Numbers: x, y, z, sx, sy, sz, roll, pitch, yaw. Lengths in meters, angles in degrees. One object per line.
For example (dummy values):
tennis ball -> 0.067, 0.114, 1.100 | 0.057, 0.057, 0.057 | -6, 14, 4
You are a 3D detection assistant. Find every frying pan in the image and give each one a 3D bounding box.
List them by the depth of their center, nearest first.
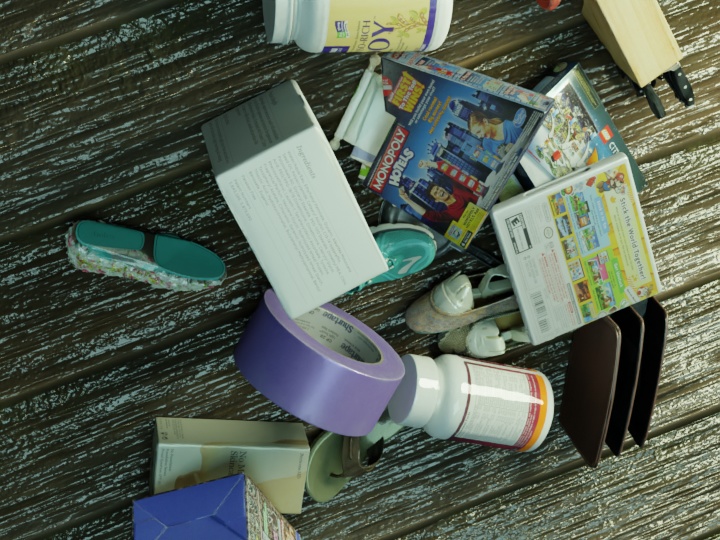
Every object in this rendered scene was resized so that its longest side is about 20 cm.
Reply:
frying pan -> 0.100, -0.035, 1.769 | 0.114, 0.031, 0.191 | -34, 112, 5

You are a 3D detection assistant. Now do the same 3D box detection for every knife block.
knife block -> 0.338, -0.264, 1.647 | 0.064, 0.200, 0.176 | -36, 85, 4

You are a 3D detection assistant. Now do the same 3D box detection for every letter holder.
letter holder -> 0.343, 0.145, 1.829 | 0.099, 0.142, 0.202 | 1, 112, -12

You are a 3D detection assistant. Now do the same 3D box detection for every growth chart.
growth chart -> 0.062, -0.151, 1.698 | 0.199, 0.018, 0.145 | 30, 102, -12

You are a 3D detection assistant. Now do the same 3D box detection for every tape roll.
tape roll -> -0.050, 0.110, 1.700 | 0.199, 0.200, 0.085 | 25, 106, -20

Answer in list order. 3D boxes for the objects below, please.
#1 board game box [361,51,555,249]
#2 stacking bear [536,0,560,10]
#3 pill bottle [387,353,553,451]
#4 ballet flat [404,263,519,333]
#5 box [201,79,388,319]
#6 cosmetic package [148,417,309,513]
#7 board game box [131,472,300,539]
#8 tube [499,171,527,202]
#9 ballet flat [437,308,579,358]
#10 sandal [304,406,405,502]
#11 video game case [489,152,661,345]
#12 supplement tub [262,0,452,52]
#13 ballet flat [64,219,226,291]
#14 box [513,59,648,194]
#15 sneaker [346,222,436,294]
board game box -> 0.093, -0.164, 1.639 | 0.199, 0.062, 0.201 | 33, 118, 6
stacking bear -> 0.275, -0.397, 1.615 | 0.198, 0.122, 0.115 | -21, 122, -13
pill bottle -> 0.142, 0.169, 1.806 | 0.198, 0.110, 0.111 | 11, 110, -22
ballet flat -> 0.150, 0.025, 1.775 | 0.198, 0.068, 0.068 | -16, 145, -9
box -> -0.079, -0.087, 1.612 | 0.130, 0.199, 0.201 | -27, 115, 1
cosmetic package -> -0.171, 0.254, 1.804 | 0.198, 0.071, 0.106 | 2, 112, -13
board game box -> -0.179, 0.358, 1.769 | 0.158, 0.098, 0.201 | -15, 143, 11
tube -> 0.220, -0.076, 1.767 | 0.058, 0.052, 0.200 | -19, 125, 38
ballet flat -> 0.200, 0.075, 1.807 | 0.198, 0.075, 0.068 | -15, 115, -5
sandal -> 0.002, 0.227, 1.832 | 0.201, 0.057, 0.080 | -44, 119, 2
video game case -> 0.268, -0.025, 1.723 | 0.180, 0.023, 0.201 | -22, 117, -2
supplement tub -> -0.006, -0.319, 1.562 | 0.198, 0.146, 0.147 | -3, 113, -11
ballet flat -> -0.263, -0.013, 1.687 | 0.198, 0.076, 0.064 | 17, 139, -13
box -> 0.260, -0.138, 1.724 | 0.137, 0.038, 0.201 | -44, 119, -14
sneaker -> 0.000, 0.000, 1.721 | 0.198, 0.080, 0.078 | -15, 118, 3
